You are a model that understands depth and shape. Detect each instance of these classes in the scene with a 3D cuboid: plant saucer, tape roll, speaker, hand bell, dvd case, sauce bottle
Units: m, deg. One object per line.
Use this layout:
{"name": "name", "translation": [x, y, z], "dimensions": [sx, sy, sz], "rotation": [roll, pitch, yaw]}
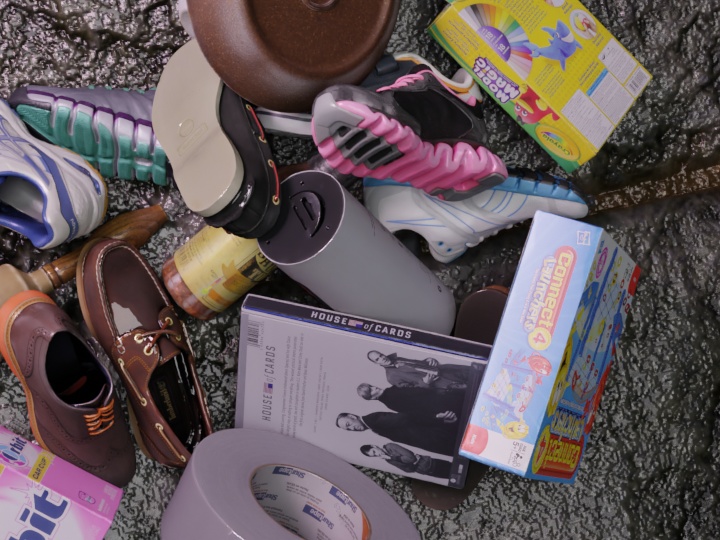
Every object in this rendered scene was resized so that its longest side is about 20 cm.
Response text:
{"name": "plant saucer", "translation": [-0.040, -0.220, 1.164], "dimensions": [0.199, 0.037, 0.202], "rotation": [-7, 103, -34]}
{"name": "tape roll", "translation": [-0.051, 0.207, 1.174], "dimensions": [0.199, 0.201, 0.066], "rotation": [24, 110, -8]}
{"name": "speaker", "translation": [0.000, 0.000, 1.206], "dimensions": [0.081, 0.200, 0.082], "rotation": [-14, 59, 24]}
{"name": "hand bell", "translation": [-0.246, 0.000, 1.237], "dimensions": [0.199, 0.104, 0.105], "rotation": [-33, 95, -20]}
{"name": "dvd case", "translation": [-0.002, 0.099, 1.223], "dimensions": [0.198, 0.025, 0.151], "rotation": [13, 132, 6]}
{"name": "sauce bottle", "translation": [-0.071, -0.040, 1.230], "dimensions": [0.200, 0.066, 0.066], "rotation": [-39, 95, 17]}

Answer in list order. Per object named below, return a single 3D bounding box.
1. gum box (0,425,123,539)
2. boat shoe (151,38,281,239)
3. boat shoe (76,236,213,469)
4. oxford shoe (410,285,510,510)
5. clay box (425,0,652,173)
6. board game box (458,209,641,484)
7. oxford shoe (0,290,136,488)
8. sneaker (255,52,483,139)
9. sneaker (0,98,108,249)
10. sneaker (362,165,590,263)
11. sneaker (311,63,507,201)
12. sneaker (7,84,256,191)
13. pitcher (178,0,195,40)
{"name": "gum box", "translation": [-0.286, 0.242, 1.204], "dimensions": [0.113, 0.066, 0.201], "rotation": [28, 102, -7]}
{"name": "boat shoe", "translation": [-0.112, -0.103, 1.181], "dimensions": [0.074, 0.202, 0.063], "rotation": [-39, 134, 18]}
{"name": "boat shoe", "translation": [-0.165, 0.067, 1.223], "dimensions": [0.070, 0.070, 0.201], "rotation": [-30, 109, -30]}
{"name": "oxford shoe", "translation": [0.097, 0.108, 1.289], "dimensions": [0.071, 0.071, 0.201], "rotation": [21, 103, 10]}
{"name": "clay box", "translation": [0.143, -0.192, 1.282], "dimensions": [0.200, 0.048, 0.115], "rotation": [44, 55, -5]}
{"name": "board game box", "translation": [0.158, 0.069, 1.228], "dimensions": [0.056, 0.200, 0.197], "rotation": [17, 87, 21]}
{"name": "oxford shoe", "translation": [-0.222, 0.110, 1.197], "dimensions": [0.071, 0.072, 0.201], "rotation": [-41, 130, -21]}
{"name": "sneaker", "translation": [0.008, -0.143, 1.269], "dimensions": [0.198, 0.078, 0.080], "rotation": [2, 94, -20]}
{"name": "sneaker", "translation": [-0.297, -0.087, 1.195], "dimensions": [0.199, 0.088, 0.076], "rotation": [27, 118, 8]}
{"name": "sneaker", "translation": [0.095, -0.048, 1.292], "dimensions": [0.198, 0.075, 0.087], "rotation": [5, 99, -3]}
{"name": "sneaker", "translation": [0.034, -0.119, 1.180], "dimensions": [0.199, 0.079, 0.096], "rotation": [16, 63, -47]}
{"name": "sneaker", "translation": [-0.186, -0.124, 1.256], "dimensions": [0.199, 0.075, 0.088], "rotation": [18, 55, -2]}
{"name": "pitcher", "translation": [-0.043, -0.248, 1.250], "dimensions": [0.171, 0.121, 0.201], "rotation": [40, 73, -22]}
